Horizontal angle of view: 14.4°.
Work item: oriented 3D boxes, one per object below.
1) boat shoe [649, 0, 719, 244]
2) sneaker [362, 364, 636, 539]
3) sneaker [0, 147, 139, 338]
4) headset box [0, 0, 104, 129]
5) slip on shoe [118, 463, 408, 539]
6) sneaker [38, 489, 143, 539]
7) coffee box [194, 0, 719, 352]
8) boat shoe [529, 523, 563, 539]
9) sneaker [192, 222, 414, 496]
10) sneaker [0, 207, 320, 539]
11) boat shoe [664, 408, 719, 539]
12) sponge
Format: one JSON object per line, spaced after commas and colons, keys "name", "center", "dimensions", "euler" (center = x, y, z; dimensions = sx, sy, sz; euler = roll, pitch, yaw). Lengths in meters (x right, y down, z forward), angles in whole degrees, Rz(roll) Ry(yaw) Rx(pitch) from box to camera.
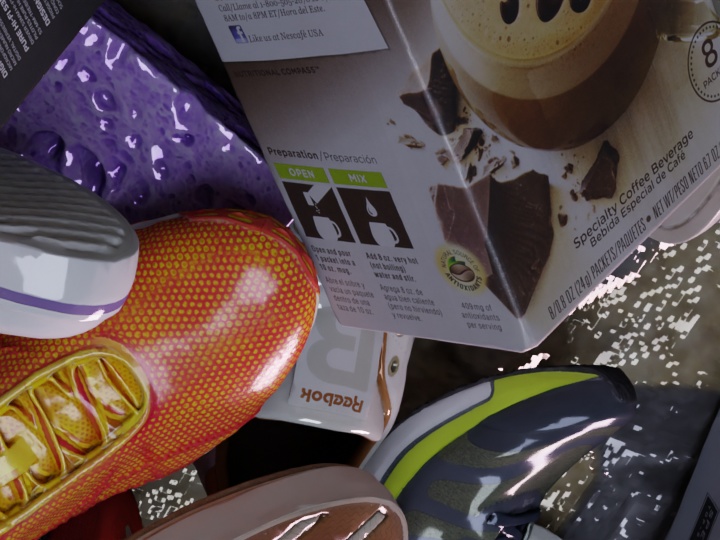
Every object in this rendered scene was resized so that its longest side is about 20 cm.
{"name": "boat shoe", "center": [0.121, -0.101, 0.830], "dimensions": [0.063, 0.073, 0.200], "euler": [-17, 128, -42]}
{"name": "sneaker", "center": [0.024, 0.107, 0.922], "dimensions": [0.200, 0.081, 0.074], "euler": [-48, 154, 23]}
{"name": "sneaker", "center": [-0.151, 0.017, 0.795], "dimensions": [0.200, 0.073, 0.115], "euler": [12, 105, 28]}
{"name": "headset box", "center": [-0.138, -0.100, 0.701], "dimensions": [0.075, 0.200, 0.149], "euler": [1, 131, 36]}
{"name": "slip on shoe", "center": [-0.083, 0.106, 0.838], "dimensions": [0.200, 0.061, 0.076], "euler": [-31, 137, -9]}
{"name": "sneaker", "center": [-0.059, 0.155, 0.907], "dimensions": [0.085, 0.077, 0.200], "euler": [-4, 105, 23]}
{"name": "coffee box", "center": [0.018, -0.094, 0.764], "dimensions": [0.113, 0.080, 0.200], "euler": [-42, 121, -32]}
{"name": "boat shoe", "center": [0.019, 0.174, 0.986], "dimensions": [0.200, 0.074, 0.060], "euler": [-60, 157, 6]}
{"name": "sneaker", "center": [0.000, 0.000, 0.860], "dimensions": [0.073, 0.085, 0.200], "euler": [10, 117, -15]}
{"name": "sneaker", "center": [-0.094, 0.052, 0.806], "dimensions": [0.200, 0.077, 0.073], "euler": [-34, 105, 19]}
{"name": "boat shoe", "center": [0.134, 0.115, 0.974], "dimensions": [0.066, 0.070, 0.200], "euler": [14, 110, -17]}
{"name": "sponge", "center": [-0.117, 0.008, 0.847], "dimensions": [0.112, 0.030, 0.200], "euler": [40, 112, -10]}
